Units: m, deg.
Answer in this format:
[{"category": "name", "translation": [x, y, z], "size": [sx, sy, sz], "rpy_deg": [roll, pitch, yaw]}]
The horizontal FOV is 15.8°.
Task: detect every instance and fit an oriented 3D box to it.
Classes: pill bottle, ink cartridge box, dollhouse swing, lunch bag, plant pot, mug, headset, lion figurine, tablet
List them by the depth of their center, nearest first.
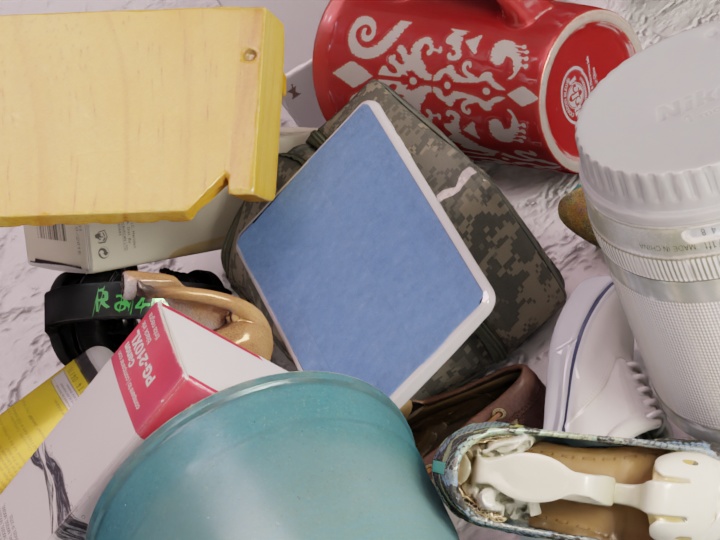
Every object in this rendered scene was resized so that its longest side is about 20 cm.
[{"category": "plant pot", "translation": [-0.022, 0.190, 1.389], "size": [0.200, 0.200, 0.188], "rpy_deg": [-35, 48, 0]}, {"category": "ink cartridge box", "translation": [-0.115, 0.140, 1.504], "size": [0.200, 0.145, 0.084], "rpy_deg": [-50, 33, 16]}, {"category": "tablet", "translation": [0.000, 0.000, 1.524], "size": [0.130, 0.014, 0.200], "rpy_deg": [-46, 43, 16]}, {"category": "lion figurine", "translation": [-0.087, 0.072, 1.555], "size": [0.122, 0.200, 0.073], "rpy_deg": [1, 51, -9]}, {"category": "lunch bag", "translation": [0.011, -0.003, 1.634], "size": [0.168, 0.139, 0.200], "rpy_deg": [-41, 35, -1]}, {"category": "dollhouse swing", "translation": [-0.145, -0.079, 1.650], "size": [0.199, 0.176, 0.182], "rpy_deg": [-1, 65, 8]}, {"category": "pill bottle", "translation": [-0.212, 0.148, 1.663], "size": [0.200, 0.112, 0.112], "rpy_deg": [-37, 33, -3]}, {"category": "mug", "translation": [0.070, -0.141, 1.728], "size": [0.200, 0.177, 0.134], "rpy_deg": [15, 72, 45]}, {"category": "headset", "translation": [-0.150, 0.019, 1.735], "size": [0.123, 0.094, 0.200], "rpy_deg": [0, -10, -8]}]

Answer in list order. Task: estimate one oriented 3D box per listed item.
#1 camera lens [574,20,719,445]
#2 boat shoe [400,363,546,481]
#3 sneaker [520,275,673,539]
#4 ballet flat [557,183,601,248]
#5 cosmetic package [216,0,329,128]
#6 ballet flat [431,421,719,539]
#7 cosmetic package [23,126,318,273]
[{"category": "camera lens", "translation": [0.213, -0.014, 1.396], "size": [0.159, 0.200, 0.160], "rpy_deg": [-17, 32, 11]}, {"category": "boat shoe", "translation": [0.025, 0.104, 1.544], "size": [0.199, 0.072, 0.072], "rpy_deg": [-19, 37, 24]}, {"category": "sneaker", "translation": [0.144, 0.089, 1.473], "size": [0.071, 0.073, 0.201], "rpy_deg": [-5, 52, 24]}, {"category": "ballet flat", "translation": [0.203, -0.030, 1.567], "size": [0.199, 0.071, 0.071], "rpy_deg": [-10, 41, 33]}, {"category": "cosmetic package", "translation": [-0.030, -0.181, 1.941], "size": [0.113, 0.081, 0.200], "rpy_deg": [-33, 34, 3]}, {"category": "ballet flat", "translation": [0.135, 0.119, 1.367], "size": [0.199, 0.074, 0.074], "rpy_deg": [3, 42, 6]}, {"category": "cosmetic package", "translation": [-0.121, -0.050, 1.764], "size": [0.199, 0.071, 0.105], "rpy_deg": [-11, 9, -30]}]
